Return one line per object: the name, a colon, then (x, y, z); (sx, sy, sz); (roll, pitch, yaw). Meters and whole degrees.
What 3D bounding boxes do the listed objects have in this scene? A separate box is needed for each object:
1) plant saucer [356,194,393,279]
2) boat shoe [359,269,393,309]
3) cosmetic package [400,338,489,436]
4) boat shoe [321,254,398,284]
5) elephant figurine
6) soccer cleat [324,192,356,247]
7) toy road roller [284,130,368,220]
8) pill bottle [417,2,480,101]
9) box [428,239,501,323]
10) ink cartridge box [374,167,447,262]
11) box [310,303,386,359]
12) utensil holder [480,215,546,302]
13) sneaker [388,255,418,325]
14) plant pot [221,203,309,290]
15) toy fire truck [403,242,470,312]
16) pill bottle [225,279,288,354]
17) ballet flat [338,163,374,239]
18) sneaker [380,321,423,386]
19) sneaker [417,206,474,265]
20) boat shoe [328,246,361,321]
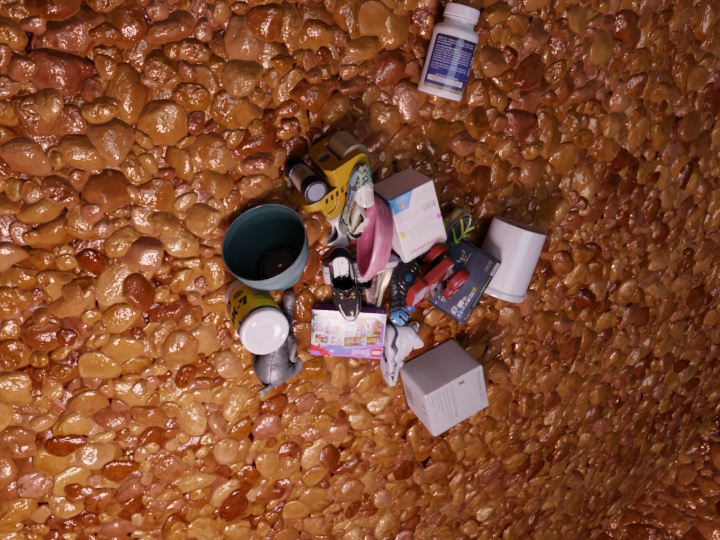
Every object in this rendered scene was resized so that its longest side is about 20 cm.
plant saucer: (0.035, -0.079, 1.442); (0.050, 0.201, 0.203); (5, 111, -13)
boat shoe: (0.028, 0.054, 1.618); (0.071, 0.072, 0.202); (19, 108, -7)
cosmetic package: (0.248, 0.345, 1.796); (0.198, 0.166, 0.169); (-25, 122, -15)
boat shoe: (0.000, 0.000, 1.553); (0.198, 0.072, 0.066); (-9, 119, -8)
elephant figurine: (-0.209, 0.178, 1.503); (0.140, 0.155, 0.202); (-10, 126, -33)
soccer cleat: (-0.043, -0.149, 1.482); (0.084, 0.069, 0.202); (-7, 120, -28)
toy road roller: (-0.068, -0.214, 1.412); (0.199, 0.123, 0.146); (-36, 138, -6)
pill bottle: (0.212, -0.512, 1.410); (0.110, 0.111, 0.202); (5, 111, -28)
box: (0.271, 0.021, 1.661); (0.051, 0.157, 0.201); (13, 109, -59)
ink cartridge box: (0.124, -0.134, 1.534); (0.128, 0.125, 0.202); (-26, 122, -13)
box: (-0.033, 0.162, 1.601); (0.197, 0.039, 0.138); (4, 113, -1)
utensil holder: (0.418, -0.034, 1.702); (0.168, 0.170, 0.202); (10, 107, -29)
sneaker: (0.109, 0.046, 1.651); (0.072, 0.082, 0.202); (12, 91, -5)
plant pot: (-0.204, -0.034, 1.397); (0.199, 0.201, 0.135); (-35, 150, -7)
toy fire truck: (0.179, 0.035, 1.552); (0.167, 0.112, 0.200); (-37, 167, -13)
pill bottle: (-0.250, 0.100, 1.414); (0.113, 0.200, 0.115); (-11, 117, -22)
ballet flat: (0.001, -0.152, 1.390); (0.073, 0.075, 0.201); (-9, 140, -22)
sneaker: (0.121, 0.239, 1.737); (0.114, 0.075, 0.202); (-10, 114, -19)
sneaker: (0.227, -0.089, 1.644); (0.200, 0.077, 0.075); (-43, 127, 20)
boat shoe: (-0.041, 0.043, 1.502); (0.073, 0.063, 0.203); (-9, 114, 1)
